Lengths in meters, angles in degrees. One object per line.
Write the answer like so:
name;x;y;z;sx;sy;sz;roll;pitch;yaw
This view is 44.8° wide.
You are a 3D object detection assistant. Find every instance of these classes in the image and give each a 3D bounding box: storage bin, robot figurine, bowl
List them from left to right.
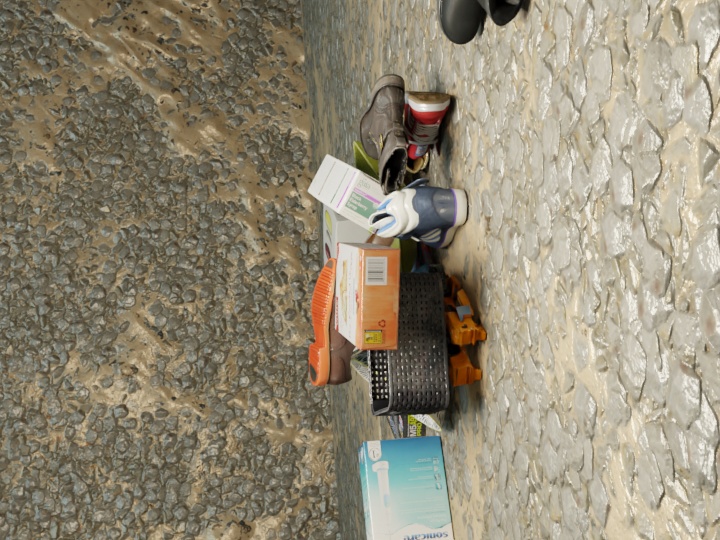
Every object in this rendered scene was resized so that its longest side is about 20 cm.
storage bin;0.068;0.112;1.314;0.135;0.092;0.204;130;140;-72
bowl;0.085;0.178;1.502;0.095;0.200;0.201;-51;1;-11
robot figurine;0.138;0.079;1.351;0.201;0.057;0.147;-108;18;-58

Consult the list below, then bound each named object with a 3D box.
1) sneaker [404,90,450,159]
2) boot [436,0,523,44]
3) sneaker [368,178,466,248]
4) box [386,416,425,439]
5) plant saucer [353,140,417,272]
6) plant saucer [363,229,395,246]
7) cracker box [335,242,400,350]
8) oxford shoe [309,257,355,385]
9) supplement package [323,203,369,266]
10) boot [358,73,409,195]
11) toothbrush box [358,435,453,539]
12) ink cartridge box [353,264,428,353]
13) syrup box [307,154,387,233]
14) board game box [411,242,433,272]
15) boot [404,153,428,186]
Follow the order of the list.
sneaker;0.104;-0.234;1.430;0.200;0.070;0.115;-96;9;-77
boot;0.156;-0.344;1.099;0.201;0.064;0.167;-115;22;-58
sneaker;0.079;-0.084;1.393;0.200;0.144;0.082;128;138;-77
box;0.090;0.268;1.780;0.200;0.043;0.163;-117;25;-69
plant saucer;0.052;-0.113;1.597;0.202;0.047;0.201;84;161;-46
plant saucer;0.000;0.000;1.474;0.202;0.032;0.200;-58;6;9
cracker box;0.006;0.031;1.252;0.200;0.057;0.137;-160;71;-78
oxford shoe;-0.037;0.081;1.388;0.071;0.071;0.204;-152;66;-67
supplement package;0.001;-0.059;1.928;0.201;0.144;0.195;-113;22;-64
boot;0.039;-0.193;1.401;0.201;0.068;0.177;101;168;-57
toothbrush box;0.079;0.408;1.561;0.086;0.144;0.203;106;158;-66
ink cartridge box;0.033;0.076;1.496;0.068;0.198;0.115;57;152;5
syrup box;-0.019;-0.135;1.510;0.082;0.078;0.200;-61;23;6
board game box;0.110;-0.031;1.626;0.104;0.019;0.203;98;166;-56
boot;0.079;-0.196;1.623;0.156;0.071;0.203;-115;26;-65
